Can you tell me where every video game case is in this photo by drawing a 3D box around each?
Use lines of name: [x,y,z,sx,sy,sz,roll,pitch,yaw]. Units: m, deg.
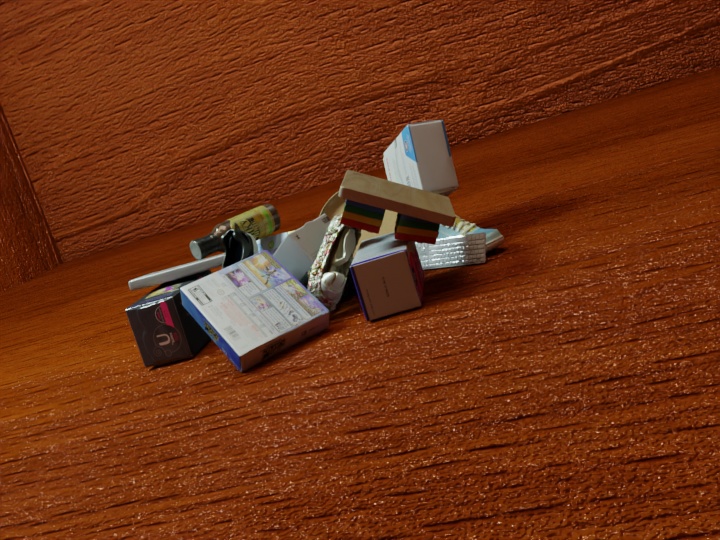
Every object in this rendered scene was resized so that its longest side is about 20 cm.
video game case: [-0.182,0.065,1.473,0.180,0.046,0.200,-26,49,-28]
video game case: [-0.356,-0.002,1.743,0.198,0.024,0.182,-16,5,-1]

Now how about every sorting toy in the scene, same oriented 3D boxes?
sorting toy: [0.058,-0.105,1.501,0.197,0.070,0.200,15,14,-1]

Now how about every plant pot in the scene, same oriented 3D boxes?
plant pot: [0.012,-0.099,1.736,0.198,0.028,0.202,-7,54,10]

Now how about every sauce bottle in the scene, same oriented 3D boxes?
sauce bottle: [-0.253,-0.075,1.735,0.199,0.065,0.064,-30,16,-36]

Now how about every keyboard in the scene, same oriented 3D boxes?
keyboard: [0.156,-0.034,1.623,0.199,0.057,0.011,-7,-6,44]

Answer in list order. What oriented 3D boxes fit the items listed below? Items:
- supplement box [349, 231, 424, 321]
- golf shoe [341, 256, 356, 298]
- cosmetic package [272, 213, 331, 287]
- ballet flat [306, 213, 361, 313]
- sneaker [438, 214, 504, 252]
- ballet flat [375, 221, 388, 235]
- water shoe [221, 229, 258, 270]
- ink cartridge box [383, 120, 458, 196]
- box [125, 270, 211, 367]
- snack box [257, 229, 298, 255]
supplement box: [0.051,0.002,1.502,0.102,0.102,0.200,-16,12,8]
golf shoe: [0.000,0.000,1.652,0.198,0.079,0.095,-17,12,0]
cosmetic package: [-0.120,-0.008,1.644,0.113,0.081,0.200,-34,-9,-42]
ballet flat: [-0.047,-0.009,1.525,0.075,0.202,0.064,21,-13,-32]
sneaker: [0.178,-0.089,1.650,0.199,0.132,0.079,-7,14,43]
ballet flat: [-0.008,-0.095,1.817,0.072,0.073,0.200,-23,8,-23]
water shoe: [-0.234,0.023,1.610,0.071,0.202,0.079,-14,-18,25]
ink cartridge box: [0.122,-0.211,1.791,0.085,0.148,0.200,-11,-6,-13]
box: [-0.353,0.090,1.664,0.105,0.123,0.200,-14,12,14]
snack box: [-0.135,-0.028,1.831,0.198,0.068,0.168,-9,-17,34]
